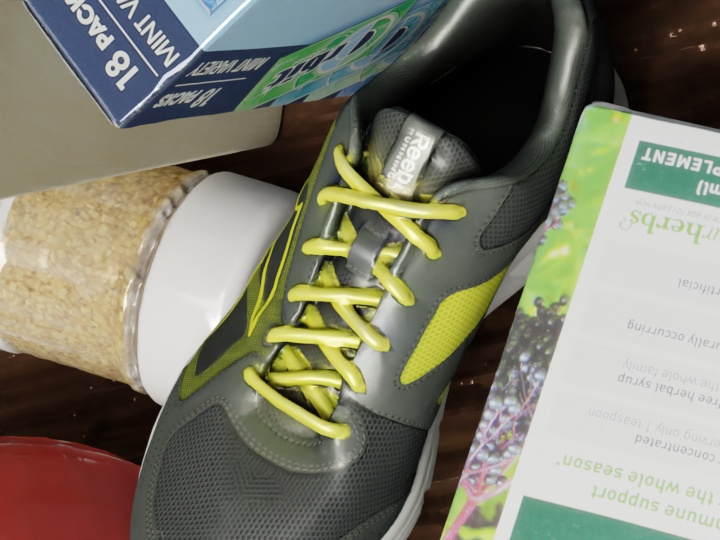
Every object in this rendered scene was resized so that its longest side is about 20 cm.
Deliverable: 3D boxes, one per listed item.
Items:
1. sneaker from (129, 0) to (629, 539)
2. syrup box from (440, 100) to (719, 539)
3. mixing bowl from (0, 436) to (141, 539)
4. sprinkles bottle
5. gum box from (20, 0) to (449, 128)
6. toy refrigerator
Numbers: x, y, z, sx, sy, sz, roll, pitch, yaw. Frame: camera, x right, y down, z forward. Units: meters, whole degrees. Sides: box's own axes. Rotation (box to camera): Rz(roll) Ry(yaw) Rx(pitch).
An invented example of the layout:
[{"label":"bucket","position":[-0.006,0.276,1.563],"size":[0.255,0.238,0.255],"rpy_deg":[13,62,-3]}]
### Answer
[{"label":"sneaker","position":[0.000,0.000,0.739],"size":[0.074,0.085,0.200],"rpy_deg":[26,69,18]},{"label":"syrup box","position":[0.070,0.069,0.723],"size":[0.078,0.081,0.201],"rpy_deg":[13,71,21]},{"label":"mixing bowl","position":[-0.097,0.116,0.804],"size":[0.199,0.200,0.109],"rpy_deg":[-20,54,23]},{"label":"sprinkles bottle","position":[-0.111,-0.014,0.839],"size":[0.199,0.068,0.069],"rpy_deg":[17,103,20]},{"label":"gum box","position":[0.033,-0.118,0.711],"size":[0.200,0.170,0.045],"rpy_deg":[-42,80,22]},{"label":"toy refrigerator","position":[-0.087,-0.067,0.751],"size":[0.070,0.200,0.076],"rpy_deg":[12,102,21]}]
